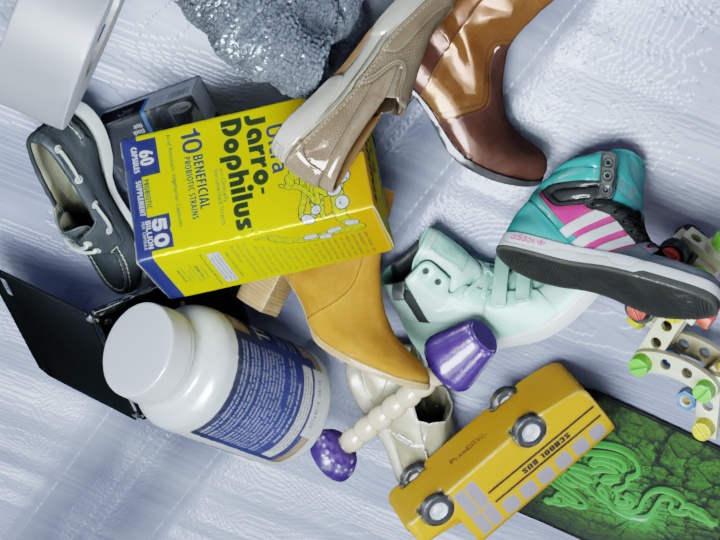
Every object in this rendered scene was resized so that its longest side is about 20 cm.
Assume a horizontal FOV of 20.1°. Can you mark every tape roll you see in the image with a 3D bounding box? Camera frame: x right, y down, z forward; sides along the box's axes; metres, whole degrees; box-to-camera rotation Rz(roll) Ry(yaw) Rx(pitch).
[{"bbox_3d":[-0.225,-0.215,1.599,0.066,0.201,0.201,24,122,-6],"label":"tape roll"}]

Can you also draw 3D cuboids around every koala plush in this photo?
[{"bbox_3d":[-0.038,-0.254,1.577,0.177,0.184,0.200,34,108,-13],"label":"koala plush"}]

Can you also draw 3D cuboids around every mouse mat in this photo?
[{"bbox_3d":[0.258,0.204,1.892,0.199,0.008,0.162,25,122,-5],"label":"mouse mat"}]

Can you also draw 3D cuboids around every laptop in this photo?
[{"bbox_3d":[-0.208,0.043,1.827,0.199,0.104,0.178,-23,144,-5],"label":"laptop"}]

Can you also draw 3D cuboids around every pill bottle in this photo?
[{"bbox_3d":[-0.126,0.094,1.758,0.111,0.112,0.199,-34,144,25],"label":"pill bottle"}]

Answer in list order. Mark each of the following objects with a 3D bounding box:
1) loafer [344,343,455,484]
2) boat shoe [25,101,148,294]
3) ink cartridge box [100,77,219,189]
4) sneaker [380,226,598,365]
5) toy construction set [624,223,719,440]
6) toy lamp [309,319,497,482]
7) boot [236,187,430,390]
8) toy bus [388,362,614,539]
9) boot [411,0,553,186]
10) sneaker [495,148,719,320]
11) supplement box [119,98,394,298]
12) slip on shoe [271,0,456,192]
[{"bbox_3d":[0.058,0.148,1.849,0.068,0.076,0.201,-22,115,27],"label":"loafer"},{"bbox_3d":[-0.241,-0.053,1.764,0.075,0.060,0.201,11,133,38],"label":"boat shoe"},{"bbox_3d":[-0.143,-0.063,1.775,0.099,0.039,0.201,-18,117,18],"label":"ink cartridge box"},{"bbox_3d":[0.112,0.005,1.751,0.199,0.074,0.118,-24,121,24],"label":"sneaker"},{"bbox_3d":[0.301,0.035,1.732,0.131,0.092,0.201,38,114,14],"label":"toy construction set"},{"bbox_3d":[0.038,0.110,1.770,0.058,0.058,0.200,43,120,-17],"label":"toy lamp"},{"bbox_3d":[0.000,0.000,1.722,0.200,0.071,0.145,29,94,18],"label":"boot"},{"bbox_3d":[0.123,0.170,1.806,0.200,0.065,0.078,-41,120,1],"label":"toy bus"},{"bbox_3d":[0.123,-0.187,1.658,0.188,0.069,0.200,37,112,-5],"label":"boot"},{"bbox_3d":[0.222,-0.036,1.679,0.199,0.121,0.084,17,160,28],"label":"sneaker"},{"bbox_3d":[-0.083,-0.062,1.664,0.198,0.110,0.110,-13,161,6],"label":"supplement box"},{"bbox_3d":[0.017,-0.147,1.581,0.061,0.200,0.076,41,166,11],"label":"slip on shoe"}]
